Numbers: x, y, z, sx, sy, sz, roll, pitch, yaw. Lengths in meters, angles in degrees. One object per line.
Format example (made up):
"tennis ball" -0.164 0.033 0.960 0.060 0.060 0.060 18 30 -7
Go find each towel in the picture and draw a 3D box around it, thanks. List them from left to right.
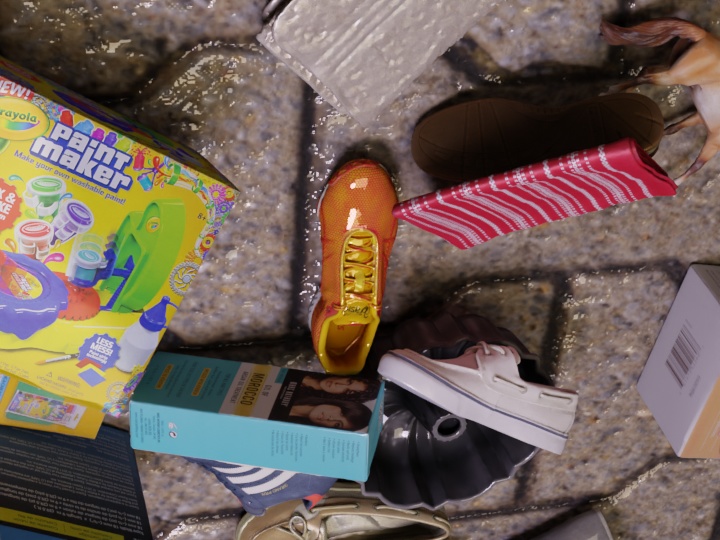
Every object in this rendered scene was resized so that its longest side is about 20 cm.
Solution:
"towel" 0.027 -0.209 1.139 0.200 0.034 0.133 -41 129 12
"towel" 0.141 -0.058 1.209 0.200 0.023 0.145 -15 166 21

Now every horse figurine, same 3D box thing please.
"horse figurine" 0.273 -0.146 1.257 0.132 0.050 0.200 -31 132 15

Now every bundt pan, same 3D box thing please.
"bundt pan" 0.070 0.117 1.367 0.202 0.076 0.202 -9 128 -11

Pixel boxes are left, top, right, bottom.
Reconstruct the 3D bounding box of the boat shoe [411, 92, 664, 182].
"boat shoe" 0.143 -0.099 1.228 0.200 0.072 0.072 -7 163 7

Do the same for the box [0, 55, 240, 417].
"box" -0.230 -0.031 1.096 0.200 0.122 0.193 25 98 -29

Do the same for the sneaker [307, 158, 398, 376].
"sneaker" 0.000 0.000 1.258 0.073 0.077 0.200 -4 125 -13

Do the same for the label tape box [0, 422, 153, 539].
"label tape box" -0.249 0.201 1.244 0.144 0.200 0.063 21 117 -30

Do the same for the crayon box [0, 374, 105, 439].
"crayon box" -0.291 0.060 1.221 0.200 0.052 0.126 13 120 -25

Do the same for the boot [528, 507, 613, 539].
"boot" 0.156 0.293 1.531 0.200 0.073 0.182 -21 143 6

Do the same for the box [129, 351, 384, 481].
"box" -0.085 0.119 1.263 0.200 0.082 0.049 7 120 8

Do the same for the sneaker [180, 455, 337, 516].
"sneaker" -0.109 0.174 1.352 0.200 0.075 0.085 16 118 -27

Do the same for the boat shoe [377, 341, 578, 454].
"boat shoe" 0.105 0.093 1.279 0.200 0.071 0.070 24 88 -27

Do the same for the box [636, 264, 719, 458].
"box" 0.389 0.089 1.433 0.200 0.106 0.152 4 124 -20

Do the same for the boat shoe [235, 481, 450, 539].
"boat shoe" -0.017 0.243 1.441 0.200 0.063 0.073 -6 127 -14
